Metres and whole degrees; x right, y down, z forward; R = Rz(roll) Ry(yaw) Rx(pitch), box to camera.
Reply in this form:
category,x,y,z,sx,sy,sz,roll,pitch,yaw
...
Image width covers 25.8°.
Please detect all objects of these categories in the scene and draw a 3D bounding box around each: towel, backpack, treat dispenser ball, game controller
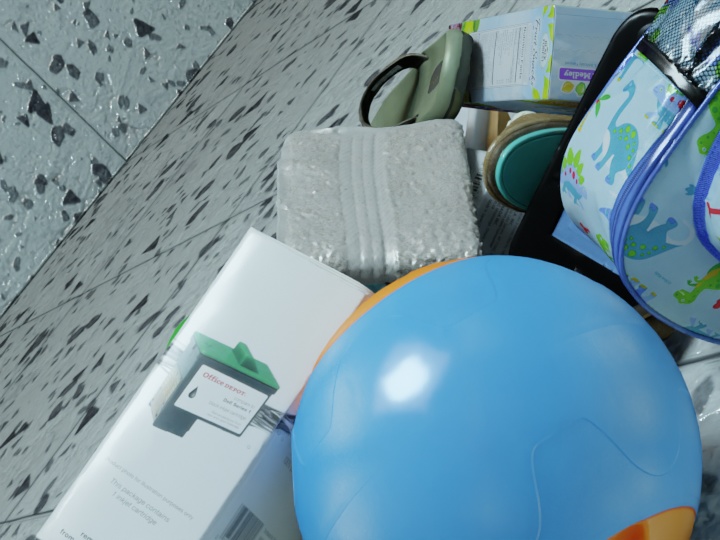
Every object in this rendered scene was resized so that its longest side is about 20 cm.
category,x,y,z,sx,sy,sz,roll,pitch,yaw
towel,0.011,-0.049,1.038,0.131,0.035,0.201,-5,30,0
backpack,0.211,-0.059,0.803,0.201,0.182,0.147,-51,35,16
treat dispenser ball,0.065,0.094,0.764,0.201,0.201,0.201,-41,17,16
game controller,0.166,-0.053,0.940,0.042,0.104,0.201,-25,-35,-54

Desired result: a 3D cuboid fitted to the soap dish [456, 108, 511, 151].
category,x,y,z,sx,sy,sz,roll,pitch,yaw
soap dish,0.066,-0.046,1.297,0.157,0.081,0.201,-39,18,23

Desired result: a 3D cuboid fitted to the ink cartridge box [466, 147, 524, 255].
category,x,y,z,sx,sy,sz,roll,pitch,yaw
ink cartridge box,0.050,0.010,1.132,0.202,0.043,0.174,-65,13,2

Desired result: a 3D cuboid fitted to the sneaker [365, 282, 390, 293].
category,x,y,z,sx,sy,sz,roll,pitch,yaw
sneaker,0.000,0.000,1.094,0.200,0.077,0.087,-97,31,-65

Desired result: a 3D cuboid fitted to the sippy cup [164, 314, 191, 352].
category,x,y,z,sx,sy,sz,roll,pitch,yaw
sippy cup,-0.070,0.087,1.260,0.130,0.139,0.180,-12,67,46

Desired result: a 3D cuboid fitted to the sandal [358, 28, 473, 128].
category,x,y,z,sx,sy,sz,roll,pitch,yaw
sandal,0.031,-0.128,1.181,0.201,0.057,0.081,129,145,-65

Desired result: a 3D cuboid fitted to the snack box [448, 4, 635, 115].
category,x,y,z,sx,sy,sz,roll,pitch,yaw
snack box,0.169,-0.143,1.114,0.200,0.167,0.069,-168,81,-73

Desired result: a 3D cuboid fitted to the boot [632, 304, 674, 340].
category,x,y,z,sx,sy,sz,roll,pitch,yaw
boot,0.116,0.088,0.913,0.199,0.076,0.074,-36,-7,-15

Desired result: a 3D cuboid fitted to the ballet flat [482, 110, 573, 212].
category,x,y,z,sx,sy,sz,roll,pitch,yaw
ballet flat,0.140,-0.079,1.033,0.072,0.198,0.068,41,127,43

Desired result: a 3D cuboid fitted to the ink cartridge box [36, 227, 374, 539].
category,x,y,z,sx,sy,sz,roll,pitch,yaw
ink cartridge box,-0.066,0.098,0.863,0.201,0.084,0.146,-56,-21,-13
